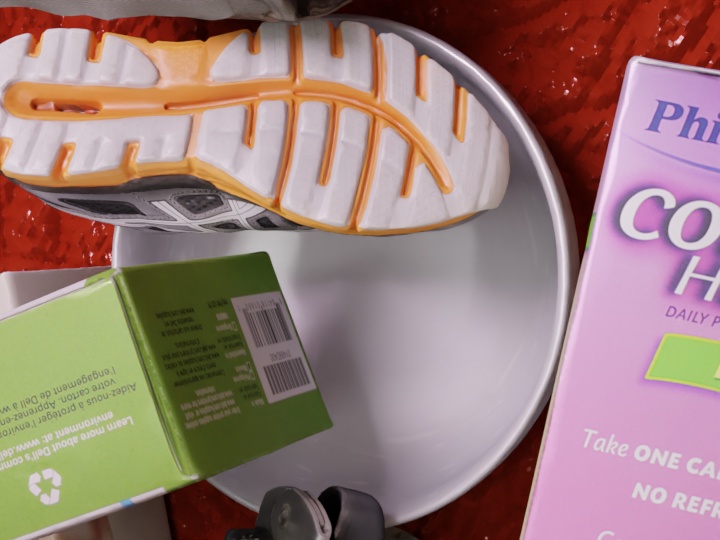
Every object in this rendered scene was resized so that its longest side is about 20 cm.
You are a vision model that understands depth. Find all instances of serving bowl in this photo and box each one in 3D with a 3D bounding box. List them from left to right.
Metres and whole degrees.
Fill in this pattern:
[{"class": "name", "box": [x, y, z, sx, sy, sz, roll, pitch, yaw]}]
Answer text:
[{"class": "serving bowl", "box": [0.000, 0.000, 0.751, 0.200, 0.066, 0.201, 1, 93, 26]}]

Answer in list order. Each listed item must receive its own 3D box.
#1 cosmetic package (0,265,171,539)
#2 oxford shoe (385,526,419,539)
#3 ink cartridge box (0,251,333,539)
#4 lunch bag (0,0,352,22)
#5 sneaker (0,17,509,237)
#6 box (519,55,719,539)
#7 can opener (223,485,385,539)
[{"class": "cosmetic package", "box": [-0.149, 0.105, 0.814, 0.103, 0.087, 0.201, -14, 85, 27]}, {"class": "oxford shoe", "box": [0.038, 0.174, 0.710, 0.200, 0.075, 0.058, 46, 129, 47]}, {"class": "ink cartridge box", "box": [-0.131, 0.064, 0.683, 0.200, 0.148, 0.076, -22, 86, 17]}, {"class": "lunch bag", "box": [-0.064, -0.171, 0.712, 0.164, 0.118, 0.200, 8, 61, 26]}, {"class": "sneaker", "box": [-0.043, -0.047, 0.698, 0.199, 0.077, 0.078, 8, 71, 8]}, {"class": "box", "box": [0.111, 0.053, 0.562, 0.096, 0.176, 0.201, 12, 90, 12]}, {"class": "can opener", "box": [-0.036, 0.177, 0.691, 0.053, 0.067, 0.201, 19, 95, 60]}]
